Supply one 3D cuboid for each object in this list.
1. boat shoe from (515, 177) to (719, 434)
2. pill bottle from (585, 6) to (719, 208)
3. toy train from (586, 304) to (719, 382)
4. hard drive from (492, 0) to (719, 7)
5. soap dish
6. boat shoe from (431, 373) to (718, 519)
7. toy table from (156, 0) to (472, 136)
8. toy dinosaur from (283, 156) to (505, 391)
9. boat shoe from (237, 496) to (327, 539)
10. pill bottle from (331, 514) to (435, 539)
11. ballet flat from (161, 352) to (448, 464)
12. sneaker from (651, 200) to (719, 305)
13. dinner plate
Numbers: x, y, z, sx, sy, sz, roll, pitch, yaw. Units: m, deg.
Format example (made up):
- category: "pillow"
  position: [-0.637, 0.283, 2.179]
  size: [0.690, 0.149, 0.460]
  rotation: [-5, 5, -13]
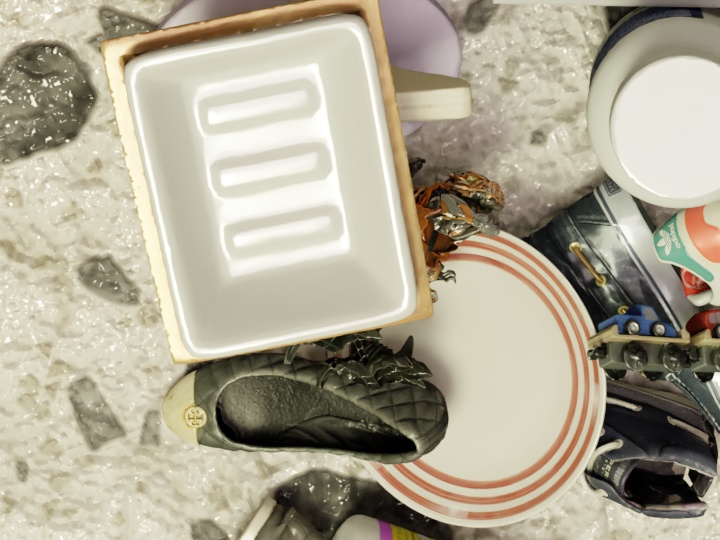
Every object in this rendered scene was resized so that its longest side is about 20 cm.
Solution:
- category: "boat shoe"
  position: [0.181, 0.040, 1.527]
  size: [0.091, 0.071, 0.201]
  rotation: [-30, 104, 12]
- category: "pill bottle"
  position: [0.190, -0.098, 1.392]
  size: [0.110, 0.200, 0.112]
  rotation: [1, 102, 6]
- category: "toy train"
  position: [0.228, 0.046, 1.471]
  size: [0.199, 0.034, 0.046]
  rotation: [3, 73, -28]
- category: "hard drive"
  position: [0.179, -0.222, 1.378]
  size: [0.199, 0.025, 0.133]
  rotation: [1, 110, -3]
- category: "soap dish"
  position: [-0.052, -0.056, 1.342]
  size: [0.156, 0.081, 0.201]
  rotation: [-11, 112, 0]
- category: "boat shoe"
  position: [0.143, 0.108, 1.531]
  size: [0.199, 0.093, 0.075]
  rotation: [9, 110, -5]
- category: "toy table"
  position: [-0.033, -0.111, 1.429]
  size: [0.199, 0.117, 0.185]
  rotation: [-16, 111, 2]
- category: "toy dinosaur"
  position: [0.000, 0.000, 1.483]
  size: [0.102, 0.137, 0.200]
  rotation: [20, 146, -36]
- category: "boat shoe"
  position: [-0.090, 0.248, 1.583]
  size: [0.057, 0.067, 0.201]
  rotation: [32, 104, 3]
- category: "pill bottle"
  position: [0.068, 0.243, 1.573]
  size: [0.199, 0.104, 0.105]
  rotation: [20, 108, -10]
- category: "ballet flat"
  position: [-0.040, 0.091, 1.515]
  size: [0.199, 0.057, 0.067]
  rotation: [0, 109, 20]
- category: "sneaker"
  position: [0.255, -0.009, 1.481]
  size: [0.093, 0.071, 0.199]
  rotation: [-21, 155, 28]
- category: "dinner plate"
  position: [0.069, 0.066, 1.511]
  size: [0.199, 0.024, 0.202]
  rotation: [6, 103, 26]
